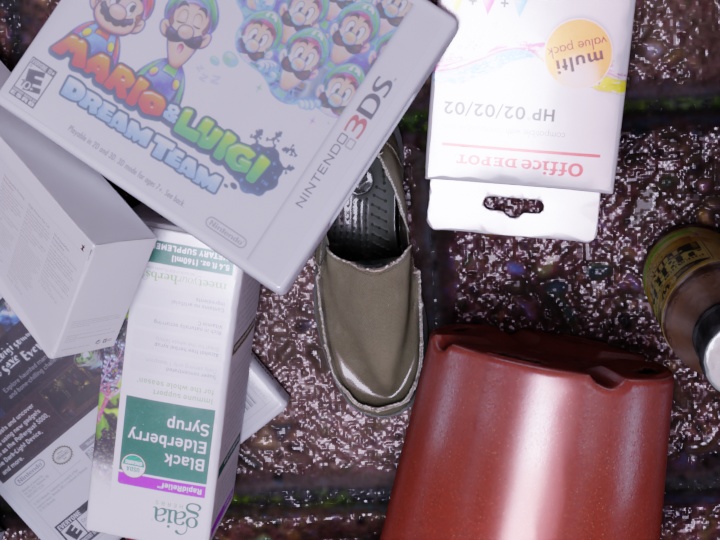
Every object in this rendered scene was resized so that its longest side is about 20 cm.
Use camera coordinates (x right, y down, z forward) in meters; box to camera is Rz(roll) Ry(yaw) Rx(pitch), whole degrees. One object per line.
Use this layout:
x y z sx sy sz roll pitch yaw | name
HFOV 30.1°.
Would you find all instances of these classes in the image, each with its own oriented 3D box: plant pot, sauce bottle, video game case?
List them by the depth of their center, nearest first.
-0.075 -0.116 0.754 0.199 0.024 0.183 33 86 7 | video game case
0.199 0.021 0.755 0.064 0.200 0.066 1 102 5 | sauce bottle
0.100 0.142 0.806 0.198 0.201 0.198 10 96 2 | plant pot
-0.178 0.078 0.891 0.199 0.023 0.182 -38 98 13 | video game case

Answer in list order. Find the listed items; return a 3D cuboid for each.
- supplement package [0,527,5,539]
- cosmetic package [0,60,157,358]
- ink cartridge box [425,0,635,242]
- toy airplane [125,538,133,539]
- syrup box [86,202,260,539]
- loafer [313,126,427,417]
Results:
-0.365 0.217 0.848 0.198 0.147 0.193 23 81 -1 | supplement package
-0.202 -0.047 0.789 0.200 0.050 0.083 46 126 28 | cosmetic package
0.099 -0.112 0.797 0.114 0.068 0.202 4 104 4 | ink cartridge box
-0.092 0.272 0.838 0.199 0.141 0.201 5 81 40 | toy airplane
-0.113 0.063 0.828 0.078 0.081 0.202 10 104 4 | syrup box
0.000 0.000 0.832 0.074 0.070 0.202 -7 103 6 | loafer
